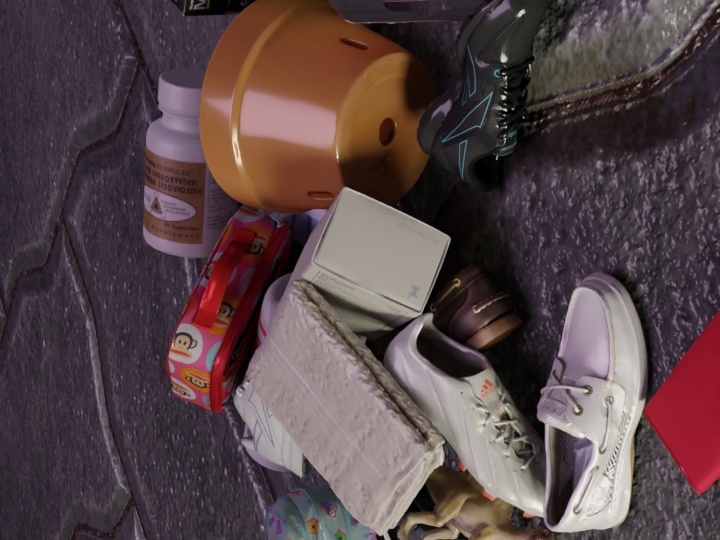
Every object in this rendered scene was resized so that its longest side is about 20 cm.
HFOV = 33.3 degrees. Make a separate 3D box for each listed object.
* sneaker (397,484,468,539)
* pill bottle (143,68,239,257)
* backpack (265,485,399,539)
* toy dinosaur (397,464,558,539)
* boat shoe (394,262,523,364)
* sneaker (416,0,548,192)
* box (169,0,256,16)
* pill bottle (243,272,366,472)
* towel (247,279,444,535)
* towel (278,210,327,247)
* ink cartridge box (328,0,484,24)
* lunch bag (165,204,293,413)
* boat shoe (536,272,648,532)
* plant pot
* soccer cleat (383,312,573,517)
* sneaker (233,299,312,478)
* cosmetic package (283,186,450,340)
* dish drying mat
[{"bbox_3d":[0.069,0.258,1.106,0.201,0.073,0.082,56,141,37],"label":"sneaker"},{"bbox_3d":[-0.196,-0.128,1.417,0.114,0.113,0.202,37,128,50],"label":"pill bottle"},{"bbox_3d":[-0.029,0.322,1.238,0.166,0.125,0.203,-5,90,63],"label":"backpack"},{"bbox_3d":[0.081,0.206,1.039,0.199,0.101,0.058,37,168,23],"label":"toy dinosaur"},{"bbox_3d":[0.066,0.063,1.064,0.071,0.070,0.200,56,134,11],"label":"boat shoe"},{"bbox_3d":[0.111,-0.144,0.954,0.080,0.075,0.201,54,149,21],"label":"sneaker"},{"bbox_3d":[-0.068,-0.328,1.074,0.048,0.191,0.202,52,140,41],"label":"box"},{"bbox_3d":[-0.064,0.110,1.255,0.113,0.111,0.201,53,139,39],"label":"pill bottle"},{"bbox_3d":[-0.016,0.115,1.021,0.200,0.034,0.133,49,135,21],"label":"towel"},{"bbox_3d":[-0.057,-0.121,1.274,0.147,0.024,0.202,30,122,54],"label":"towel"},{"bbox_3d":[0.004,-0.243,1.005,0.201,0.159,0.050,56,141,36],"label":"ink cartridge box"},{"bbox_3d":[-0.137,0.034,1.268,0.177,0.081,0.201,100,-168,-63],"label":"lunch bag"},{"bbox_3d":[0.167,0.104,0.905,0.071,0.069,0.203,17,111,58],"label":"boat shoe"},{"bbox_3d":[-0.024,-0.138,1.073,0.139,0.199,0.202,19,115,37],"label":"plant pot"},{"bbox_3d":[0.100,0.119,0.974,0.200,0.069,0.078,41,129,13],"label":"soccer cleat"},{"bbox_3d":[-0.082,0.114,1.152,0.086,0.075,0.202,12,124,14],"label":"sneaker"},{"bbox_3d":[0.000,0.000,1.058,0.074,0.103,0.200,-66,6,-14],"label":"cosmetic package"},{"bbox_3d":[0.256,0.062,0.798,0.077,0.018,0.201,60,144,33],"label":"dish drying mat"}]
